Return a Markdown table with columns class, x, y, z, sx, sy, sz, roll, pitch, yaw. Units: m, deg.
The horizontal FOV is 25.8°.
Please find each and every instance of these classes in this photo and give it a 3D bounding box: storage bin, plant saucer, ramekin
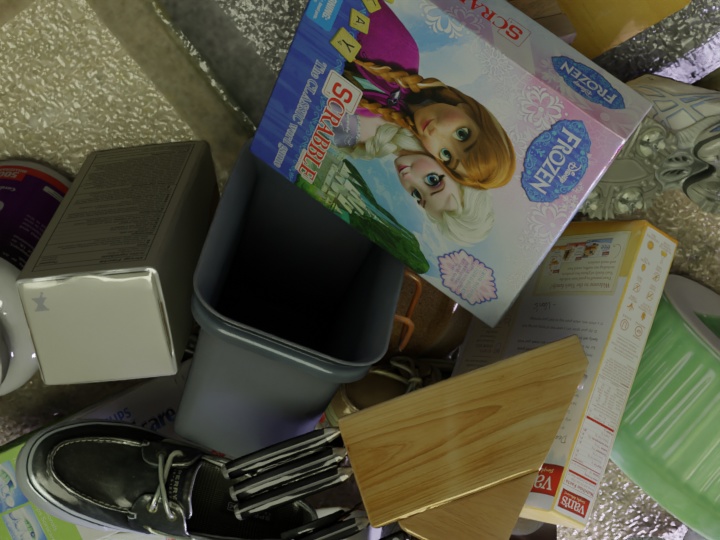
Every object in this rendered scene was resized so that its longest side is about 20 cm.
| class | x | y | z | sx | sy | sz | roll | pitch | yaw |
| --- | --- | --- | --- | --- | --- | --- | --- | --- | --- |
| storage bin | -0.044 | 0.030 | 1.035 | 0.145 | 0.200 | 0.134 | 21 | 129 | -6 |
| plant saucer | 0.000 | 0.000 | 1.134 | 0.200 | 0.035 | 0.201 | 3 | 118 | 5 |
| ramekin | 0.242 | 0.093 | 1.071 | 0.200 | 0.200 | 0.098 | 33 | 109 | -12 |

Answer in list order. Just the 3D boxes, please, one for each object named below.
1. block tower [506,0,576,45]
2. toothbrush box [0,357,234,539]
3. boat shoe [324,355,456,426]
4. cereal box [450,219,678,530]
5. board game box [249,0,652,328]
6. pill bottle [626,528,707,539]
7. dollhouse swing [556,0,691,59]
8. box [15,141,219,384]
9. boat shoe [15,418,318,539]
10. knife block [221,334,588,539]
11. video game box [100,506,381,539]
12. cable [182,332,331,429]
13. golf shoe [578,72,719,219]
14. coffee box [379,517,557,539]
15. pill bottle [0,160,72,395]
| class | x | y | z | sx | sy | sz | roll | pitch | yaw |
| --- | --- | --- | --- | --- | --- | --- | --- | --- | --- |
| block tower | 0.080 | -0.105 | 1.003 | 0.058 | 0.054 | 0.200 | -15 | 152 | -18 |
| toothbrush box | -0.209 | 0.149 | 1.139 | 0.200 | 0.146 | 0.086 | -26 | 90 | 33 |
| boat shoe | 0.071 | 0.093 | 1.131 | 0.200 | 0.073 | 0.063 | 11 | 137 | -18 |
| cereal box | 0.121 | 0.064 | 1.042 | 0.039 | 0.144 | 0.200 | 29 | 75 | -32 |
| board game box | 0.044 | -0.085 | 0.942 | 0.199 | 0.041 | 0.200 | 36 | 142 | 6 |
| pill bottle | 0.302 | 0.245 | 1.188 | 0.199 | 0.112 | 0.112 | 1 | 118 | 5 |
| dollhouse swing | 0.096 | -0.238 | 0.998 | 0.200 | 0.176 | 0.182 | -29 | 70 | 20 |
| box | -0.154 | -0.010 | 1.051 | 0.095 | 0.200 | 0.078 | -4 | 117 | 9 |
| boat shoe | -0.118 | 0.136 | 1.009 | 0.200 | 0.072 | 0.071 | 14 | 164 | -20 |
| knife block | 0.023 | 0.102 | 0.952 | 0.175 | 0.064 | 0.200 | 25 | 84 | 6 |
| video game box | -0.078 | 0.209 | 1.174 | 0.182 | 0.200 | 0.047 | -11 | 78 | 9 |
| cable | -0.093 | 0.079 | 1.163 | 0.200 | 0.050 | 0.097 | 18 | 162 | -8 |
| golf shoe | 0.175 | -0.087 | 1.010 | 0.200 | 0.097 | 0.078 | 4 | 128 | -25 |
| coffee box | 0.077 | 0.194 | 1.135 | 0.113 | 0.200 | 0.080 | 23 | 118 | -7 |
| pill bottle | -0.254 | 0.011 | 1.073 | 0.112 | 0.200 | 0.113 | 2 | 118 | 4 |
